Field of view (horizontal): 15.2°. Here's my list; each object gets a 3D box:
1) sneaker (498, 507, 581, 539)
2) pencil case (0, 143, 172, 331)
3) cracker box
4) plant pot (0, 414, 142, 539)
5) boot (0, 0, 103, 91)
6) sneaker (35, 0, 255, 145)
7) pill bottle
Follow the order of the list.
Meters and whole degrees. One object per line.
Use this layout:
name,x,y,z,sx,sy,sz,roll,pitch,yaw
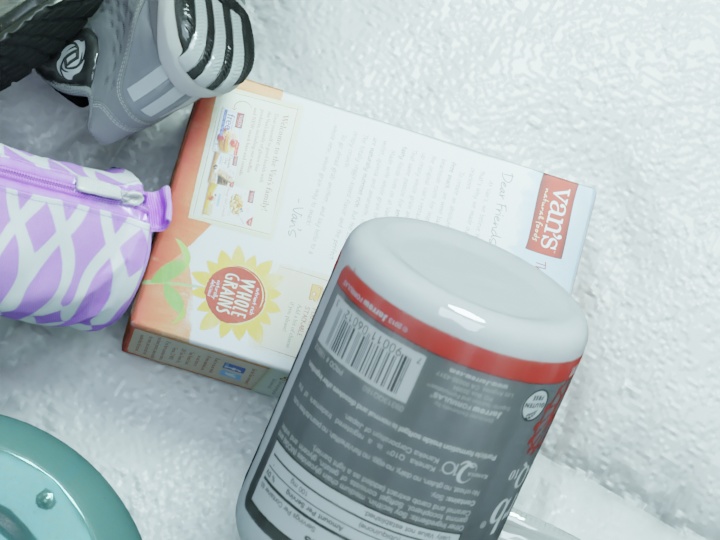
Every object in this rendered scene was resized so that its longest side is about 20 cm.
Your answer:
sneaker,0.120,0.181,1.266,0.200,0.075,0.089,24,84,3
pencil case,-0.183,-0.028,1.214,0.200,0.085,0.084,13,58,-38
cracker box,0.000,0.000,1.294,0.200,0.058,0.134,17,73,-4
plant pot,-0.179,0.149,1.163,0.200,0.161,0.201,3,73,-9
boot,-0.228,-0.130,1.253,0.200,0.068,0.131,-28,82,10
sneaker,-0.113,-0.139,1.307,0.075,0.115,0.200,39,32,-32
pill bottle,0.013,0.087,1.200,0.116,0.116,0.200,22,108,-4
